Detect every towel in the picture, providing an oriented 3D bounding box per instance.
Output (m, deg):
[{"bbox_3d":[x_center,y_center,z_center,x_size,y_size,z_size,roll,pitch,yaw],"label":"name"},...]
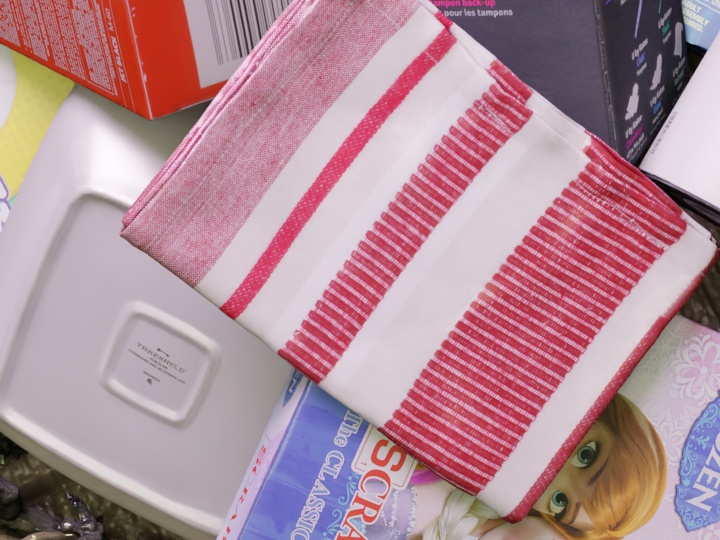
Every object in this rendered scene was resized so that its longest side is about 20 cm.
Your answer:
[{"bbox_3d":[0.027,-0.012,0.857,0.200,0.023,0.144,38,89,-13],"label":"towel"}]

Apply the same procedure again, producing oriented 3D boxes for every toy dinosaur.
[{"bbox_3d":[-0.149,0.127,1.034,0.200,0.088,0.048,4,57,8],"label":"toy dinosaur"}]

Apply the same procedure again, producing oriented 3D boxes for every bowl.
[{"bbox_3d":[-0.076,0.028,0.968,0.200,0.075,0.200,28,118,2],"label":"bowl"}]

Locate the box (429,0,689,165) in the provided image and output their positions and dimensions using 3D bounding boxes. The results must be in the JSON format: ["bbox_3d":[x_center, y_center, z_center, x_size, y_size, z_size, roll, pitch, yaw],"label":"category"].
[{"bbox_3d":[0.060,-0.147,0.934,0.122,0.106,0.200,3,118,26],"label":"box"}]

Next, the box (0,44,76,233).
[{"bbox_3d":[-0.188,-0.079,1.055,0.117,0.048,0.200,-29,87,8],"label":"box"}]

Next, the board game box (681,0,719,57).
[{"bbox_3d":[0.146,-0.217,1.002,0.200,0.043,0.199,29,94,8],"label":"board game box"}]

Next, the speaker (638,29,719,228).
[{"bbox_3d":[0.200,-0.108,0.932,0.081,0.081,0.200,31,91,8],"label":"speaker"}]

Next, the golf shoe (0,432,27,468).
[{"bbox_3d":[-0.255,0.064,1.052,0.200,0.077,0.088,-4,71,2],"label":"golf shoe"}]

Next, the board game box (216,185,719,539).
[{"bbox_3d":[0.058,0.093,0.908,0.199,0.041,0.200,23,93,-13],"label":"board game box"}]

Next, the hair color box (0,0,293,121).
[{"bbox_3d":[-0.089,-0.127,0.943,0.111,0.200,0.064,-21,117,-23],"label":"hair color box"}]
